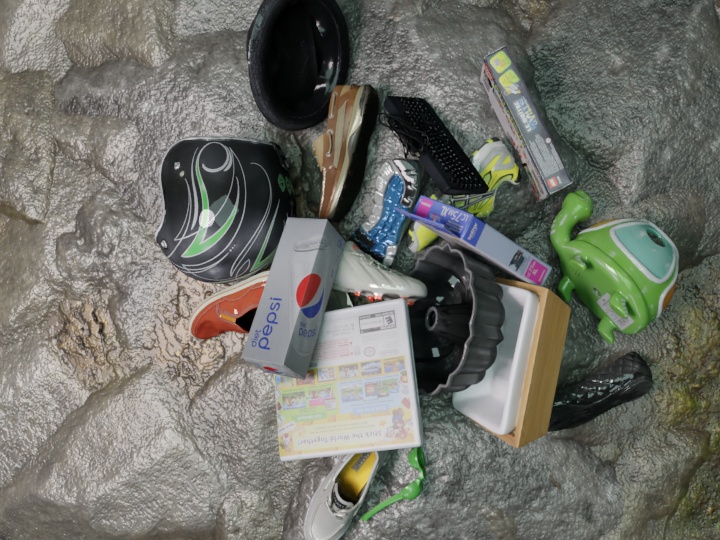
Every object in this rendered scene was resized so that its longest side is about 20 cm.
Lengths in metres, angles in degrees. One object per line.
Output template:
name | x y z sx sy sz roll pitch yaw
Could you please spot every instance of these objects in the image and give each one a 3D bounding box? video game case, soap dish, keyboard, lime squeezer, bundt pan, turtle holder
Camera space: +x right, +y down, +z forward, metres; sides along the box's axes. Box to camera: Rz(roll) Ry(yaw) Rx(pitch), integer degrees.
video game case | -0.022 0.144 0.908 0.196 0.023 0.186 -11 76 19
soap dish | 0.203 0.117 0.942 0.080 0.157 0.205 10 92 -21
keyboard | 0.096 -0.181 0.946 0.102 0.040 0.202 -9 51 -27
lime squeezer | 0.068 0.286 1.021 0.070 0.037 0.204 22 94 39
bundt pan | 0.125 0.071 0.940 0.074 0.201 0.207 11 92 -25
turtle holder | 0.340 -0.009 0.944 0.131 0.142 0.185 -37 45 -9

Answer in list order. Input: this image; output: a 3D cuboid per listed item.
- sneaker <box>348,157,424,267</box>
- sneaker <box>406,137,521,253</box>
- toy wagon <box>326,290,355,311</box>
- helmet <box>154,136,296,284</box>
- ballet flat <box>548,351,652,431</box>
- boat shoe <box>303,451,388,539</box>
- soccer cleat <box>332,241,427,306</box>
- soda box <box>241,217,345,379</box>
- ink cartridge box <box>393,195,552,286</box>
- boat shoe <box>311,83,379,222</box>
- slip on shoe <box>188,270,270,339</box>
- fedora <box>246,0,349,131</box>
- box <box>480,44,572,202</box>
sneaker | 0.045 -0.071 1.004 0.074 0.086 0.202 33 117 13
sneaker | 0.146 -0.095 0.987 0.076 0.075 0.200 45 96 6
toy wagon | -0.060 0.097 1.031 0.153 0.040 0.203 -25 87 7
helmet | -0.188 -0.079 0.976 0.195 0.200 0.196 1 89 7
ballet flat | 0.314 0.177 0.984 0.197 0.057 0.067 -23 130 8
boat shoe | -0.026 0.325 1.006 0.070 0.070 0.202 35 99 9
soccer cleat | 0.000 0.000 0.964 0.196 0.069 0.079 9 81 21
soda box | -0.084 0.034 0.911 0.067 0.064 0.204 6 67 27
ink cartridge box | 0.149 -0.043 0.914 0.198 0.119 0.043 25 94 -33
boat shoe | -0.031 -0.174 1.016 0.072 0.076 0.204 15 89 17
slip on shoe | -0.177 0.063 1.002 0.198 0.074 0.062 -25 63 30
fedora | -0.105 -0.310 1.001 0.091 0.199 0.204 27 93 42
box | 0.225 -0.196 0.959 0.034 0.110 0.203 -25 87 6
